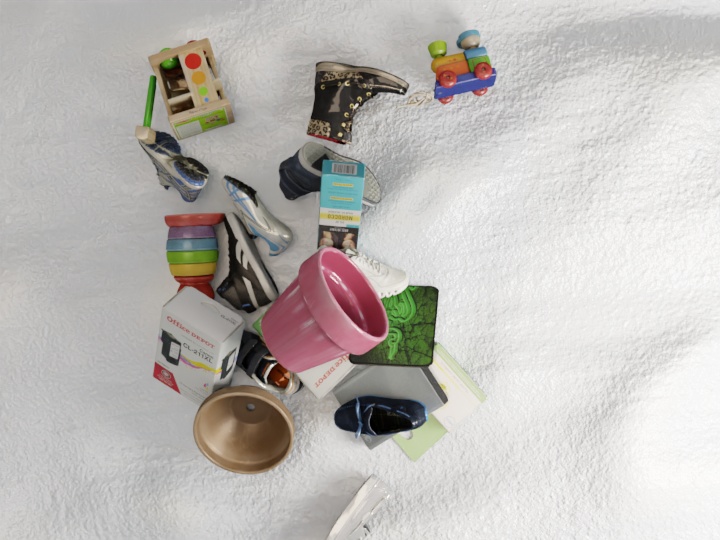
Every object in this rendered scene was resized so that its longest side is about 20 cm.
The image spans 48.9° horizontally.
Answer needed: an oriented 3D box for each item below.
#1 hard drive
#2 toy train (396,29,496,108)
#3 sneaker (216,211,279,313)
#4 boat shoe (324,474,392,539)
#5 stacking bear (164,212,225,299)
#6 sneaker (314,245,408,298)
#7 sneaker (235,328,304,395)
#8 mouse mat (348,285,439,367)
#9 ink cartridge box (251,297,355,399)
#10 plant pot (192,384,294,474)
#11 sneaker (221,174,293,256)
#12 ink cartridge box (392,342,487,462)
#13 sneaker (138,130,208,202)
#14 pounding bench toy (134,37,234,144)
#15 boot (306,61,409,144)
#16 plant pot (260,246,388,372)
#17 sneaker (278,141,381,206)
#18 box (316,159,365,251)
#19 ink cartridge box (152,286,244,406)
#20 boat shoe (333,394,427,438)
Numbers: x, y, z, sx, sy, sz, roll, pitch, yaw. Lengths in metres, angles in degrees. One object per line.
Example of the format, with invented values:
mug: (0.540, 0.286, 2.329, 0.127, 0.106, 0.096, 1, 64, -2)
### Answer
hard drive: (0.055, 0.243, 1.535, 0.199, 0.033, 0.140, -37, 83, 29)
toy train: (0.153, -0.389, 1.525, 0.197, 0.085, 0.117, -13, 76, -1)
sneaker: (-0.257, -0.008, 1.603, 0.111, 0.073, 0.202, -28, 86, 7)
boat shoe: (-0.009, 0.500, 1.563, 0.068, 0.072, 0.201, 35, 86, 8)
stacking bear: (-0.338, -0.013, 1.605, 0.120, 0.114, 0.203, -2, 94, 10)
sneaker: (0.000, 0.000, 1.537, 0.197, 0.075, 0.082, 7, 123, -6)
sneaker: (-0.202, 0.180, 1.591, 0.199, 0.079, 0.079, 29, 95, 10)
mouse mat: (0.066, 0.102, 1.513, 0.159, 0.008, 0.201, 1, 46, 10)
ink cartridge box: (-0.091, 0.132, 1.568, 0.146, 0.083, 0.200, -43, 82, 6)
plant pot: (-0.225, 0.297, 1.567, 0.198, 0.093, 0.203, 1, 118, 1)
sneaker: (-0.220, -0.113, 1.602, 0.072, 0.072, 0.200, -45, 80, 13)
ink cartridge box: (0.129, 0.261, 1.548, 0.200, 0.048, 0.146, -43, 83, 5)
sneaker: (-0.397, -0.212, 1.628, 0.200, 0.077, 0.086, 43, 129, 24)
pounding bench toy: (-0.372, -0.356, 1.579, 0.198, 0.124, 0.158, -19, 86, -6)
boot: (-0.011, -0.325, 1.565, 0.198, 0.073, 0.153, 14, 91, 13)
plant pot: (-0.076, 0.086, 1.440, 0.178, 0.200, 0.201, -34, 84, 21)
sneaker: (-0.068, -0.173, 1.575, 0.201, 0.146, 0.078, 28, 59, -28)
box: (-0.039, -0.113, 1.514, 0.081, 0.049, 0.202, 5, 132, -1)
ink cartridge box: (-0.321, 0.154, 1.557, 0.145, 0.083, 0.201, 29, 129, 13)
boat shoe: (0.028, 0.273, 1.497, 0.198, 0.068, 0.085, -16, 94, 31)
